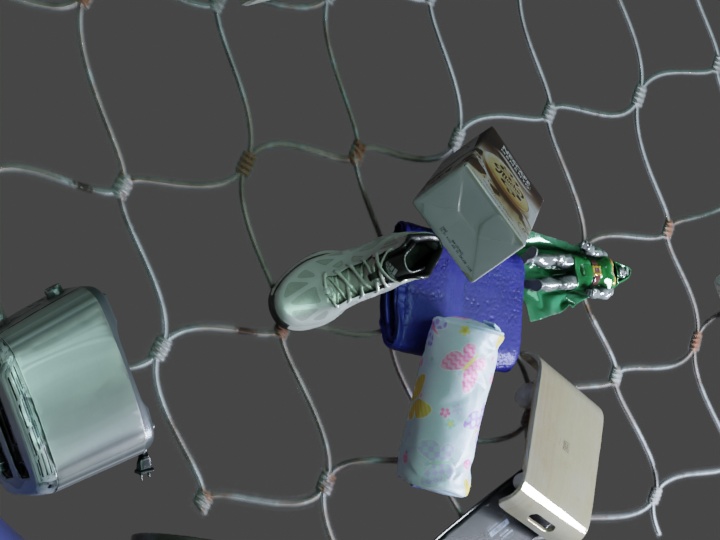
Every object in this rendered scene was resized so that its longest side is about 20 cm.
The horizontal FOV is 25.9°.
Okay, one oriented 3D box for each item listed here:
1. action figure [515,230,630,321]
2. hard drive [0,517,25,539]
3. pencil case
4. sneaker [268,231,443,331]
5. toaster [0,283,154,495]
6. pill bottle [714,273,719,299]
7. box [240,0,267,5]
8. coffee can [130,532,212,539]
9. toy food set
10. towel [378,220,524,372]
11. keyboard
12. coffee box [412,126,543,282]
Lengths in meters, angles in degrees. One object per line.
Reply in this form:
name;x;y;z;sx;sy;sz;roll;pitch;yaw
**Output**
action figure;0.274;0.002;1.980;0.198;0.054;0.120;0;79;-45
hard drive;-0.289;0.276;1.395;0.025;0.132;0.200;-44;114;-8
pencil case;0.102;0.151;1.750;0.090;0.083;0.203;12;90;-19
sneaker;0.000;-0.001;1.678;0.199;0.115;0.076;-24;90;-23
toaster;-0.279;0.121;1.443;0.128;0.113;0.202;-25;101;-36
pill bottle;0.569;0.090;2.175;0.113;0.112;0.202;-31;102;-39
box;-0.112;-0.398;1.704;0.082;0.068;0.202;-22;97;-40
coffee can;-0.163;0.361;1.477;0.145;0.145;0.203;21;70;-36
toy food set;0.223;0.216;1.888;0.143;0.060;0.202;38;52;-39
towel;0.105;0.034;1.833;0.198;0.049;0.150;14;77;-36
keyboard;0.169;0.327;1.852;0.199;0.021;0.128;-30;96;-39
coffee box;0.138;-0.079;1.784;0.114;0.079;0.200;53;20;-7
